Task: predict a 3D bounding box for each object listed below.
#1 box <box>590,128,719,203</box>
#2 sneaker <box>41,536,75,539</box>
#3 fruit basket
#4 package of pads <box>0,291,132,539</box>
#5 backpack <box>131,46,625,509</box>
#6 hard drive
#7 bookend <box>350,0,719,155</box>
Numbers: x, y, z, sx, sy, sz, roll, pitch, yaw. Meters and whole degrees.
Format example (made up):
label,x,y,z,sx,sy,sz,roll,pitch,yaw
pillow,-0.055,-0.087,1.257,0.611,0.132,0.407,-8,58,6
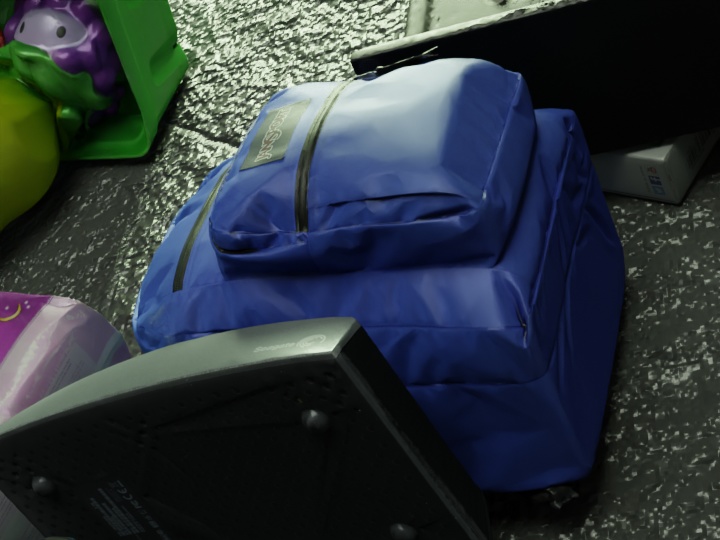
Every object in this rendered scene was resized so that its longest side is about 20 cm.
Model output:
label,x,y,z,sx,sy,sz,roll,pitch,yaw
box,0.113,-0.112,0.813,0.199,0.036,0.145,15,57,38
sneaker,-0.109,0.176,0.580,0.082,0.073,0.200,-31,33,-13
fruit basket,-0.231,-0.115,0.945,0.214,0.156,0.216,-13,27,7
package of pads,-0.208,0.103,0.752,0.120,0.076,0.201,2,50,28
backpack,0.000,0.000,0.667,0.199,0.168,0.163,-8,33,26
hard drive,-0.054,0.086,0.618,0.199,0.135,0.042,-17,32,33
bookend,0.113,-0.158,0.761,0.198,0.092,0.201,-11,44,21
